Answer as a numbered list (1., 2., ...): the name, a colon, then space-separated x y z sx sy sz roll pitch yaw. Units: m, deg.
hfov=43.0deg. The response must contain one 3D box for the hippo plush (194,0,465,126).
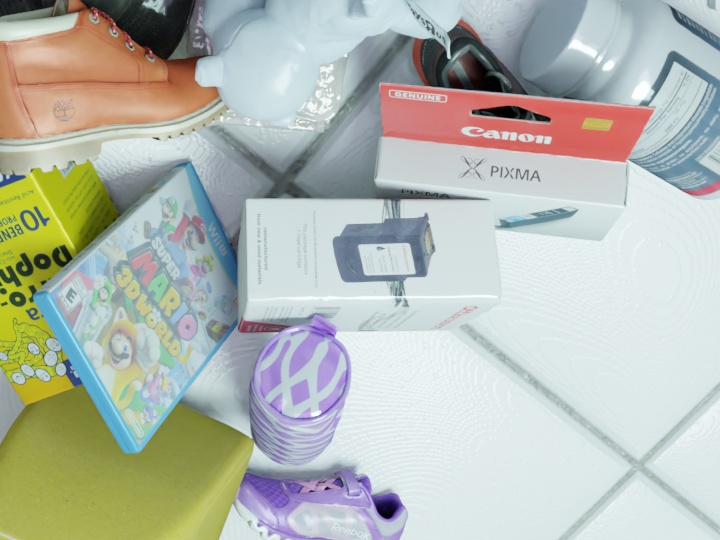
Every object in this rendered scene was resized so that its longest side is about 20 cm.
1. hippo plush: -0.026 -0.173 0.652 0.158 0.202 0.161 15 133 -46

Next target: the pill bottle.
1. pill bottle: 0.236 -0.152 0.750 0.198 0.120 0.120 25 107 -18

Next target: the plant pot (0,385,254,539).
1. plant pot: -0.231 0.226 0.766 0.193 0.200 0.196 23 109 3

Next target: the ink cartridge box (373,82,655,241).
1. ink cartridge box: 0.109 -0.078 0.714 0.197 0.176 0.045 6 75 5

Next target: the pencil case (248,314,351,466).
1. pencil case: -0.052 0.110 0.775 0.083 0.200 0.086 34 70 5

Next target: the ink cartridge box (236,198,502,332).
1. ink cartridge box: 0.000 0.000 0.754 0.197 0.145 0.086 0 78 -10

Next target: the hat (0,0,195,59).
1. hat: -0.208 -0.223 0.657 0.198 0.081 0.203 -1 112 -2

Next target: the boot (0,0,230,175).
1. boot: -0.168 -0.142 0.641 0.199 0.074 0.109 -24 116 -41

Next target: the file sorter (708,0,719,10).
1. file sorter: 0.362 -0.306 0.702 0.137 0.125 0.202 -11 115 -4

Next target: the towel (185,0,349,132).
1. towel: -0.072 -0.210 0.722 0.131 0.035 0.203 1 113 -10

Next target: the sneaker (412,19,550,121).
1. sneaker: 0.118 -0.120 0.763 0.077 0.082 0.200 -45 116 10

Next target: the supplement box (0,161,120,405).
1. supplement box: -0.255 -0.016 0.727 0.108 0.110 0.202 -19 115 9

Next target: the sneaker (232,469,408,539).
1. sneaker: -0.034 0.231 0.899 0.199 0.081 0.089 27 100 -24

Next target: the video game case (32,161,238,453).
1. video game case: -0.160 0.023 0.728 0.018 0.201 0.144 -8 119 29
